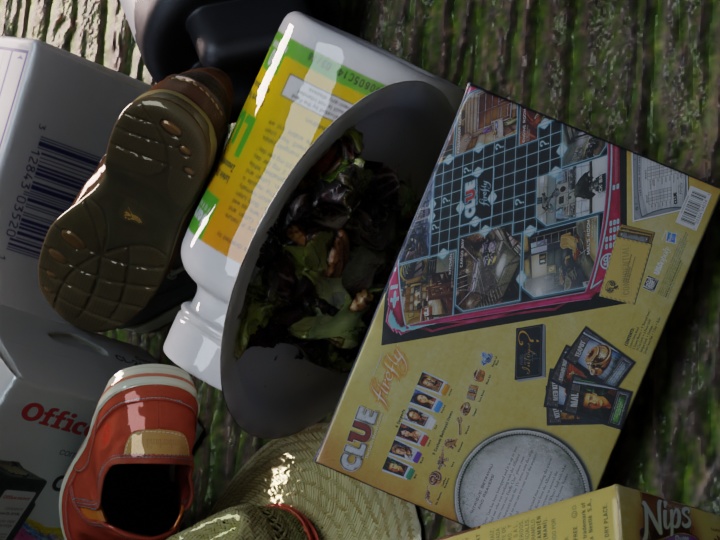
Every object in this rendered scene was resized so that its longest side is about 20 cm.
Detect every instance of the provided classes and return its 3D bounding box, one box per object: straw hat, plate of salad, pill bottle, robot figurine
[{"bbox_3d":[-0.066,0.171,1.284,0.201,0.085,0.202,-20,62,42],"label":"straw hat"},{"bbox_3d":[0.000,0.000,1.207,0.048,0.200,0.201,29,98,26],"label":"plate of salad"},{"bbox_3d":[-0.031,-0.030,1.303,0.111,0.111,0.201,32,99,48],"label":"pill bottle"},{"bbox_3d":[-0.087,-0.177,1.406,0.150,0.125,0.200,-45,47,27],"label":"robot figurine"}]

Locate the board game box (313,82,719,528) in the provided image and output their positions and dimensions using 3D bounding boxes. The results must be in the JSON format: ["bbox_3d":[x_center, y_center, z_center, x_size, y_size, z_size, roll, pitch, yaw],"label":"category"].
[{"bbox_3d":[0.077,0.026,1.163,0.035,0.135,0.201,-27,-40,-86],"label":"board game box"}]

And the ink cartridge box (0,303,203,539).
[{"bbox_3d":[-0.210,0.133,1.406,0.200,0.145,0.083,-57,43,15],"label":"ink cartridge box"}]

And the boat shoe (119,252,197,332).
[{"bbox_3d":[-0.098,-0.026,1.409,0.200,0.062,0.073,-34,53,34],"label":"boat shoe"}]

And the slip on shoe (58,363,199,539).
[{"bbox_3d":[-0.127,0.129,1.326,0.200,0.074,0.061,111,157,-52],"label":"slip on shoe"}]

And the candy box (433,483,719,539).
[{"bbox_3d":[0.081,0.159,1.112,0.200,0.116,0.057,-22,60,41],"label":"candy box"}]

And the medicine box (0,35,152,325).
[{"bbox_3d":[-0.252,-0.057,1.553,0.200,0.103,0.183,12,85,48],"label":"medicine box"}]

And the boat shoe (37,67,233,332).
[{"bbox_3d":[-0.122,-0.039,1.357,0.068,0.072,0.200,-51,-3,-47],"label":"boat shoe"}]
